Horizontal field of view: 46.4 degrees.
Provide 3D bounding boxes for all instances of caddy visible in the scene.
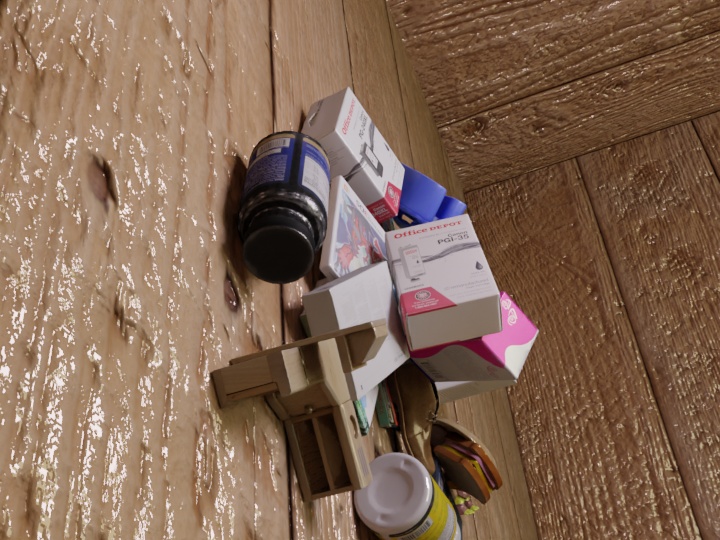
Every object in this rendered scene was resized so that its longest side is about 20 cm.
[{"bbox_3d":[0.108,-0.125,1.623,0.141,0.106,0.200,32,3,-39],"label":"caddy"}]

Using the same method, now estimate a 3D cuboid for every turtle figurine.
[{"bbox_3d":[0.212,0.436,1.796,0.200,0.063,0.164,51,32,-79],"label":"turtle figurine"}]

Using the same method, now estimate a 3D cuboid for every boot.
[{"bbox_3d":[0.107,0.260,1.460,0.074,0.075,0.203,-2,77,-78],"label":"boot"}]

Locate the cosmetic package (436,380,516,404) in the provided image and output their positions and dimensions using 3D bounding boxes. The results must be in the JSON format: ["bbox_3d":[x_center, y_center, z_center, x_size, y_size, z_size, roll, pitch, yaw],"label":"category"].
[{"bbox_3d":[0.215,0.181,1.818,0.165,0.198,0.167,41,35,-66],"label":"cosmetic package"}]

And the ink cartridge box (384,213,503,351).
[{"bbox_3d":[0.123,0.015,1.295,0.201,0.144,0.083,-103,180,-49],"label":"ink cartridge box"}]

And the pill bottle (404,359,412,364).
[{"bbox_3d":[0.117,0.104,1.569,0.200,0.113,0.115,-28,101,-66],"label":"pill bottle"}]

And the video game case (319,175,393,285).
[{"bbox_3d":[0.001,-0.023,1.334,0.183,0.023,0.202,50,32,-37],"label":"video game case"}]

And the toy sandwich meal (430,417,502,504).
[{"bbox_3d":[0.178,0.363,1.576,0.070,0.204,0.207,-44,126,-29],"label":"toy sandwich meal"}]

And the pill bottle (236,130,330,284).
[{"bbox_3d":[-0.094,-0.079,1.043,0.201,0.110,0.113,-89,158,-52],"label":"pill bottle"}]

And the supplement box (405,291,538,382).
[{"bbox_3d":[0.174,0.113,1.373,0.101,0.199,0.104,46,61,-23],"label":"supplement box"}]

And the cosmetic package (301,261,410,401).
[{"bbox_3d":[-0.001,0.082,1.183,0.200,0.051,0.153,-25,100,-64],"label":"cosmetic package"}]

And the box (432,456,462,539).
[{"bbox_3d":[0.139,0.458,1.495,0.200,0.050,0.159,-76,148,-66],"label":"box"}]

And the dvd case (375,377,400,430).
[{"bbox_3d":[0.056,0.214,1.509,0.200,0.022,0.148,34,41,-68],"label":"dvd case"}]

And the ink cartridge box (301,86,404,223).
[{"bbox_3d":[-0.012,-0.196,1.473,0.201,0.083,0.146,52,31,-30],"label":"ink cartridge box"}]

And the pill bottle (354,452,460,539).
[{"bbox_3d":[0.075,0.355,1.215,0.201,0.113,0.115,59,19,-48],"label":"pill bottle"}]

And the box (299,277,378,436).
[{"bbox_3d":[-0.027,0.125,1.240,0.145,0.036,0.202,-70,140,-69],"label":"box"}]

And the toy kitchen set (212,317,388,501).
[{"bbox_3d":[-0.030,0.159,0.911,0.200,0.161,0.183,3,70,-76],"label":"toy kitchen set"}]

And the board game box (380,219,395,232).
[{"bbox_3d":[0.034,-0.034,1.643,0.196,0.055,0.203,41,35,-66],"label":"board game box"}]
